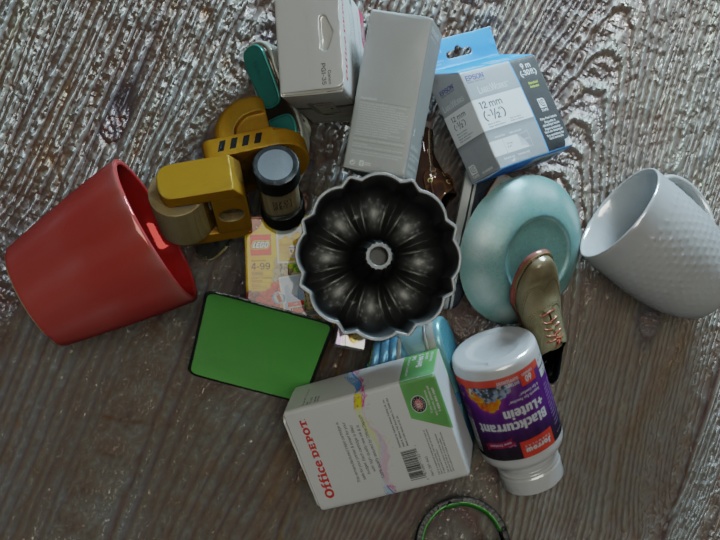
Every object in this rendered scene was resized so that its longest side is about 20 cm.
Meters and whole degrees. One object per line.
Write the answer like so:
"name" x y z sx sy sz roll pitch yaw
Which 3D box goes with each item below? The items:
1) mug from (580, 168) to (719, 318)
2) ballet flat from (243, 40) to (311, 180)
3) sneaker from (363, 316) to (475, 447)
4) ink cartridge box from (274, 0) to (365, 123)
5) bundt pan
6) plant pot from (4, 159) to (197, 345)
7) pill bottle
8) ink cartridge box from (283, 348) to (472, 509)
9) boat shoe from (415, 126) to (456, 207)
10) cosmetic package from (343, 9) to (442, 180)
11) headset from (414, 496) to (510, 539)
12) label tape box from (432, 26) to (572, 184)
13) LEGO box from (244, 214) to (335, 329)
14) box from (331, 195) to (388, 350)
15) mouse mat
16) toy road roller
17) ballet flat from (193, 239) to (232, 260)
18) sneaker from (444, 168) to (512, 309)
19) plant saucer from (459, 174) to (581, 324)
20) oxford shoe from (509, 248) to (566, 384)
"mug" 0.410 -0.042 1.646 0.175 0.148 0.200 38 53 -13
"ballet flat" -0.098 -0.205 1.636 0.069 0.069 0.201 -15 88 -7
"sneaker" 0.073 0.161 1.628 0.130 0.080 0.200 -11 106 17
"ink cartridge box" -0.046 -0.275 1.570 0.083 0.200 0.147 -4 86 10
"bundt pan" 0.018 -0.015 1.508 0.201 0.076 0.203 0 86 -6
"plant pot" -0.326 -0.009 1.543 0.177 0.200 0.201 -29 89 2
"pill bottle" 0.194 0.182 1.591 0.111 0.111 0.200 -23 112 -7
"ink cartridge box" 0.023 0.199 1.559 0.200 0.084 0.145 -16 107 14
"boat shoe" 0.091 -0.095 1.623 0.070 0.070 0.201 -3 70 14
"cosmetic package" 0.041 -0.213 1.553 0.090 0.107 0.201 13 93 10
"headset" 0.142 0.390 1.601 0.123 0.094 0.201 -12 76 -6
"label tape box" 0.175 -0.228 1.633 0.143 0.066 0.200 -20 87 -37
"LEGO box" -0.050 0.004 1.617 0.199 0.077 0.149 -2 86 -6
"box" 0.000 0.000 1.564 0.041 0.039 0.201 11 85 -7
"mouse mat" -0.128 0.098 1.556 0.161 0.200 0.008 15 54 -5
"toy road roller" -0.162 -0.125 1.535 0.199 0.123 0.146 -12 64 -4
"ballet flat" -0.170 -0.109 1.632 0.066 0.057 0.201 17 91 10
"sneaker" 0.156 -0.041 1.641 0.079 0.078 0.201 14 83 1
"plant saucer" 0.220 -0.022 1.618 0.201 0.039 0.202 -9 107 -30
"oxford shoe" 0.238 0.060 1.589 0.070 0.200 0.075 -25 44 -16
